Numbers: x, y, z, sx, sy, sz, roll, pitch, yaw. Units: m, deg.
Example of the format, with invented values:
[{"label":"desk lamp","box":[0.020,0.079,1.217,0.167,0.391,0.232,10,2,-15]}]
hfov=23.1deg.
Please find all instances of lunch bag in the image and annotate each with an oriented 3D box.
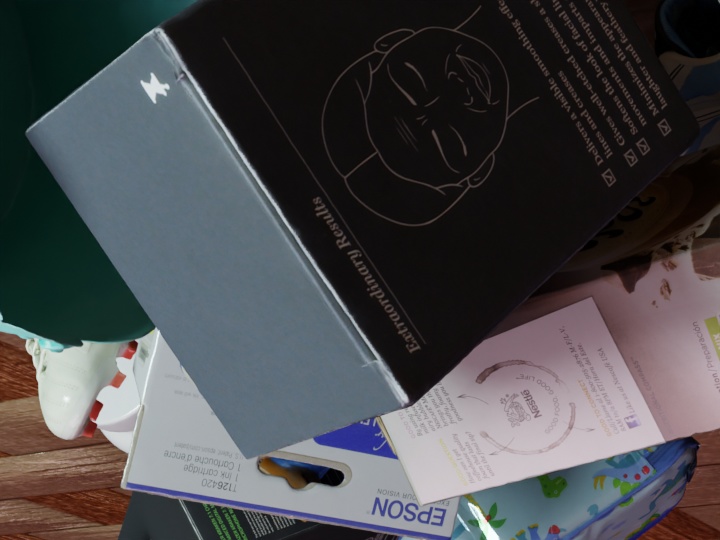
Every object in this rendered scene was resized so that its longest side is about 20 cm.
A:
[{"label":"lunch bag","box":[0.124,0.157,1.143,0.199,0.083,0.161,-34,161,-8]}]

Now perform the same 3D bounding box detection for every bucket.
[{"label":"bucket","box":[-0.147,-0.073,0.706,0.134,0.209,0.207,3,162,36]}]

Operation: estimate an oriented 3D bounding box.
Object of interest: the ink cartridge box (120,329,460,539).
[{"label":"ink cartridge box","box":[-0.018,0.033,0.957,0.196,0.201,0.047,13,-172,-21]}]

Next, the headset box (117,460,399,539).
[{"label":"headset box","box":[-0.057,0.164,1.129,0.199,0.093,0.175,-18,151,-28]}]

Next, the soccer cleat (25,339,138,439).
[{"label":"soccer cleat","box":[-0.169,0.025,0.996,0.077,0.200,0.070,25,116,-17]}]

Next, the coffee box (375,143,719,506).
[{"label":"coffee box","box":[0.108,0.016,0.736,0.199,0.113,0.080,-18,109,20]}]

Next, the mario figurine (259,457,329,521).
[{"label":"mario figurine","box":[0.024,0.055,1.024,0.106,0.200,0.124,42,162,22]}]

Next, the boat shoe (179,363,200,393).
[{"label":"boat shoe","box":[0.000,0.000,0.884,0.072,0.200,0.072,42,-174,28]}]

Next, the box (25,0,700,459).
[{"label":"box","box":[0.007,-0.052,0.657,0.107,0.200,0.149,-24,101,51]}]

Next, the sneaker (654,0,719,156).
[{"label":"sneaker","box":[0.155,-0.091,0.787,0.072,0.072,0.200,34,160,0]}]

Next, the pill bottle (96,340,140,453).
[{"label":"pill bottle","box":[-0.110,0.076,1.172,0.115,0.117,0.200,-7,161,28]}]
